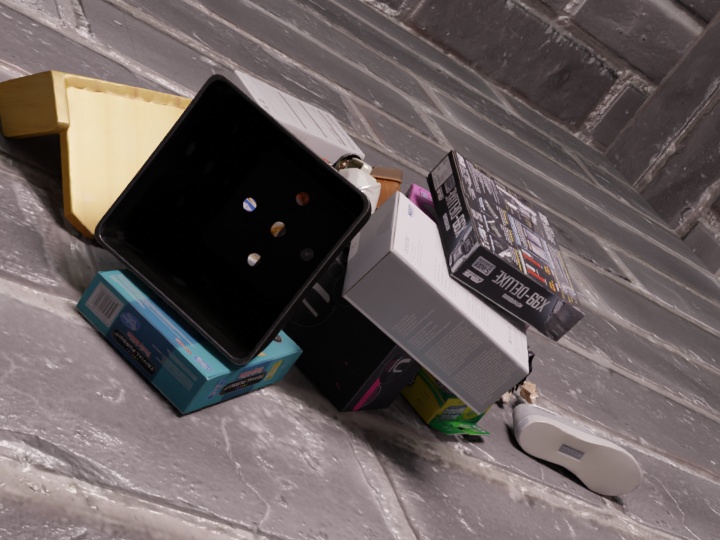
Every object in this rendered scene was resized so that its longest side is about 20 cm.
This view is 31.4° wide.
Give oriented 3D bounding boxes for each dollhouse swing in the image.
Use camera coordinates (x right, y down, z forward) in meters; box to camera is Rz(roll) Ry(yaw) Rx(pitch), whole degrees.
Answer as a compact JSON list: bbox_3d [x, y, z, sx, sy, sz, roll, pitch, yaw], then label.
[{"bbox_3d":[-0.285,-0.115,1.437,0.199,0.177,0.181,5,-4,-42],"label":"dollhouse swing"}]

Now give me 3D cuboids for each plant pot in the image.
[{"bbox_3d":[-0.105,-0.048,1.279,0.199,0.200,0.177,40,7,10],"label":"plant pot"}]

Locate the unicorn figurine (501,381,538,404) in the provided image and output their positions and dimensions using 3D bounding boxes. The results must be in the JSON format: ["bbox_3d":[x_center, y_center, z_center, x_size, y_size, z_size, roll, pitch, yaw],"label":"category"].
[{"bbox_3d":[0.171,0.108,1.772,0.201,0.074,0.137,57,20,5],"label":"unicorn figurine"}]

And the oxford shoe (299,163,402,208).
[{"bbox_3d":[-0.031,-0.098,1.633,0.199,0.072,0.071,3,-5,-29],"label":"oxford shoe"}]

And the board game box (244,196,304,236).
[{"bbox_3d":[-0.146,-0.089,1.592,0.200,0.046,0.152,17,28,-49],"label":"board game box"}]

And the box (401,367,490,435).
[{"bbox_3d":[0.081,0.124,1.581,0.117,0.048,0.200,10,35,-54],"label":"box"}]

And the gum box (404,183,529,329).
[{"bbox_3d":[0.124,-0.006,1.496,0.199,0.066,0.114,30,28,-7],"label":"gum box"}]

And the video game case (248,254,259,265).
[{"bbox_3d":[-0.190,-0.074,1.584,0.200,0.023,0.182,32,19,-22],"label":"video game case"}]

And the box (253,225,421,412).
[{"bbox_3d":[-0.023,0.047,1.444,0.200,0.122,0.106,46,19,24],"label":"box"}]

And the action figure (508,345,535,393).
[{"bbox_3d":[0.113,0.066,1.552,0.119,0.102,0.200,4,36,-49],"label":"action figure"}]

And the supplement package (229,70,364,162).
[{"bbox_3d":[-0.115,-0.177,1.817,0.199,0.117,0.117,20,25,-44],"label":"supplement package"}]

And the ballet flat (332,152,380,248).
[{"bbox_3d":[-0.013,-0.093,1.501,0.068,0.069,0.200,30,17,-18],"label":"ballet flat"}]

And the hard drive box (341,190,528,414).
[{"bbox_3d":[0.082,0.031,1.363,0.200,0.077,0.156,42,22,-14],"label":"hard drive box"}]

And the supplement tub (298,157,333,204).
[{"bbox_3d":[-0.004,-0.063,1.747,0.200,0.123,0.123,33,19,-15],"label":"supplement tub"}]

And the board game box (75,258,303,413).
[{"bbox_3d":[-0.164,0.059,1.269,0.151,0.047,0.200,42,18,15],"label":"board game box"}]

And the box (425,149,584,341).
[{"bbox_3d":[0.158,-0.031,1.424,0.157,0.050,0.200,32,26,-26],"label":"box"}]

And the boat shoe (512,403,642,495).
[{"bbox_3d":[0.280,0.232,1.680,0.199,0.072,0.069,22,23,-18],"label":"boat shoe"}]
